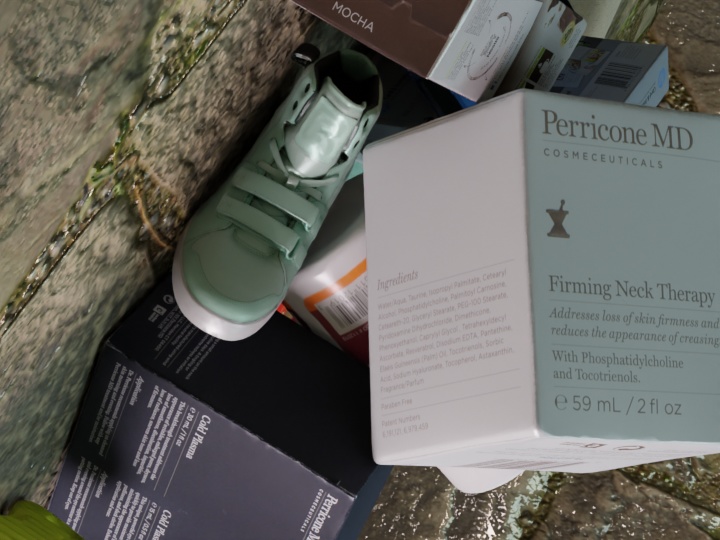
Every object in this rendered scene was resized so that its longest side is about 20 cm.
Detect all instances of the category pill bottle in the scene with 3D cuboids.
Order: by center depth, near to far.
[{"bbox_3d":[0.040,0.041,1.537,0.114,0.200,0.114,-34,-160,15],"label":"pill bottle"}]

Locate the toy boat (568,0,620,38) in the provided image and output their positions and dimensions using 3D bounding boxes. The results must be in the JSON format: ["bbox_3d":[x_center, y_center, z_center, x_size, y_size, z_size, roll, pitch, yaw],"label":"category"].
[{"bbox_3d":[0.126,-0.224,1.806,0.200,0.130,0.131,113,-12,-48],"label":"toy boat"}]

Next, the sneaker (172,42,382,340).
[{"bbox_3d":[-0.049,-0.055,1.440,0.118,0.074,0.201,-58,-175,47],"label":"sneaker"}]

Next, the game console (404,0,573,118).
[{"bbox_3d":[0.093,-0.211,1.589,0.200,0.118,0.171,-51,169,-47],"label":"game console"}]

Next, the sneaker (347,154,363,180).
[{"bbox_3d":[0.000,0.000,1.627,0.074,0.118,0.201,-27,150,-6],"label":"sneaker"}]

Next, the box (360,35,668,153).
[{"bbox_3d":[0.096,-0.119,1.672,0.156,0.200,0.041,-51,144,-46],"label":"box"}]

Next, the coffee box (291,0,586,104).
[{"bbox_3d":[0.045,-0.156,1.386,0.080,0.113,0.200,-60,161,7],"label":"coffee box"}]

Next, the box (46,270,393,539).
[{"bbox_3d":[-0.085,0.127,1.516,0.104,0.182,0.200,-50,169,-46],"label":"box"}]

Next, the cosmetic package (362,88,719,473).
[{"bbox_3d":[0.114,0.013,1.418,0.166,0.167,0.201,-17,-107,55],"label":"cosmetic package"}]

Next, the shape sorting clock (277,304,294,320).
[{"bbox_3d":[-0.062,0.016,1.762,0.200,0.039,0.200,-57,172,-12],"label":"shape sorting clock"}]

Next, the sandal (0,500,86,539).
[{"bbox_3d":[-0.208,0.187,1.382,0.087,0.079,0.200,-54,171,-1],"label":"sandal"}]
